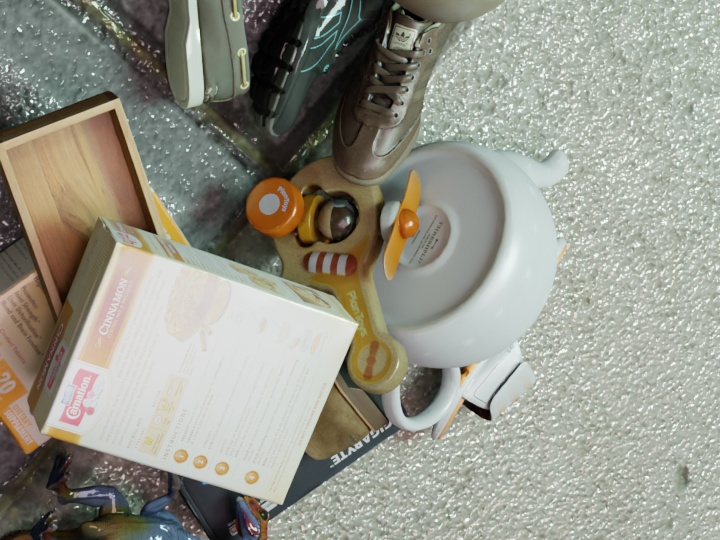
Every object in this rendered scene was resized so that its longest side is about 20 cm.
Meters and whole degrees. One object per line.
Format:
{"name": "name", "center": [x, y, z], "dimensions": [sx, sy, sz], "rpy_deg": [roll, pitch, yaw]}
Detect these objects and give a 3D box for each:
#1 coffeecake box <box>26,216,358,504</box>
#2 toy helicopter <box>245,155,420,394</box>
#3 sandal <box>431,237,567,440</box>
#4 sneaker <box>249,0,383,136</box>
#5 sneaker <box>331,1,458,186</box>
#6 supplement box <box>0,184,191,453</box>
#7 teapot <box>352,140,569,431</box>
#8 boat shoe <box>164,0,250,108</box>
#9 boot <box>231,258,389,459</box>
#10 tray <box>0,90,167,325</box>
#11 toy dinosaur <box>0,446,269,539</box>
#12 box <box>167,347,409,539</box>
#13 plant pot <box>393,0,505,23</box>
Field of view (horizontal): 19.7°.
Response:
{"name": "coffeecake box", "center": [-0.126, 0.068, 1.545], "dimensions": [0.199, 0.073, 0.154], "rpy_deg": [19, 100, -23]}
{"name": "toy helicopter", "center": [0.000, 0.000, 1.632], "dimensions": [0.132, 0.201, 0.079], "rpy_deg": [-24, 158, 13]}
{"name": "sandal", "center": [0.133, 0.069, 1.781], "dimensions": [0.059, 0.079, 0.207], "rpy_deg": [34, 91, 2]}
{"name": "sneaker", "center": [-0.024, -0.195, 1.633], "dimensions": [0.079, 0.075, 0.201], "rpy_deg": [17, 101, -30]}
{"name": "sneaker", "center": [0.025, -0.166, 1.633], "dimensions": [0.070, 0.076, 0.201], "rpy_deg": [18, 72, 13]}
{"name": "supplement box", "center": [-0.221, 0.029, 1.623], "dimensions": [0.200, 0.074, 0.126], "rpy_deg": [-37, 117, -8]}
{"name": "teapot", "center": [0.084, 0.003, 1.698], "dimensions": [0.199, 0.198, 0.146], "rpy_deg": [-27, 146, 21]}
{"name": "boat shoe", "center": [-0.114, -0.224, 1.587], "dimensions": [0.060, 0.072, 0.203], "rpy_deg": [-9, 117, -22]}
{"name": "boot", "center": [-0.059, 0.076, 1.664], "dimensions": [0.075, 0.074, 0.200], "rpy_deg": [-36, 119, 3]}
{"name": "tray", "center": [-0.198, -0.023, 1.556], "dimensions": [0.098, 0.037, 0.201], "rpy_deg": [-22, 111, -14]}
{"name": "toy dinosaur", "center": [-0.173, 0.208, 1.688], "dimensions": [0.181, 0.200, 0.106], "rpy_deg": [26, 55, -28]}
{"name": "box", "center": [-0.078, 0.116, 1.731], "dimensions": [0.199, 0.046, 0.159], "rpy_deg": [-33, 117, -10]}
{"name": "plant pot", "center": [0.045, -0.279, 1.534], "dimensions": [0.200, 0.200, 0.174], "rpy_deg": [-45, 141, -3]}
